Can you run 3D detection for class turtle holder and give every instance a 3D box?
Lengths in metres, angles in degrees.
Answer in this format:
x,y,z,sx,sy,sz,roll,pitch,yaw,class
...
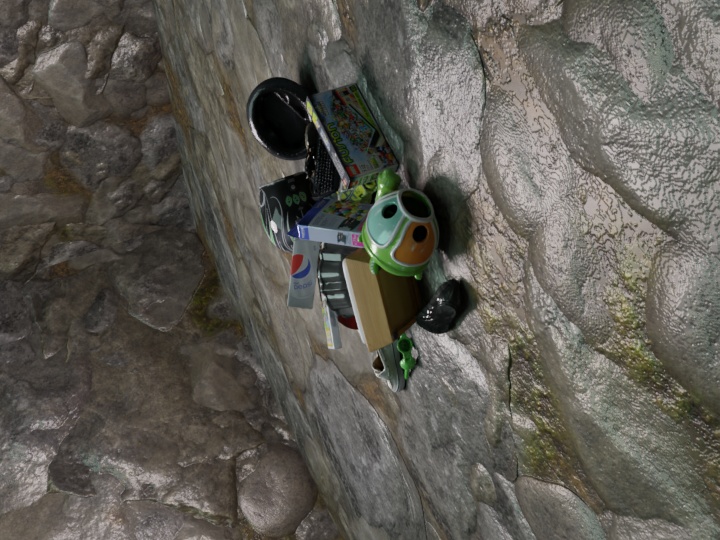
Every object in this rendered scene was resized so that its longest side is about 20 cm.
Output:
x,y,z,sx,sy,sz,roll,pitch,yaw,class
0.079,-0.086,1.262,0.188,0.138,0.133,-75,7,-45,turtle holder

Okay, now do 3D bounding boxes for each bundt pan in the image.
x,y,z,sx,sy,sz,roll,pitch,yaw,class
0.000,0.000,1.465,0.074,0.201,0.206,0,113,34,bundt pan

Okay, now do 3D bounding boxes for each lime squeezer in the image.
x,y,z,sx,sy,sz,roll,pitch,yaw,class
0.104,0.177,1.578,0.071,0.037,0.204,-78,-20,-62,lime squeezer

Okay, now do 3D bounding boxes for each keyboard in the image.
x,y,z,sx,sy,sz,roll,pitch,yaw,class
-0.084,-0.239,1.464,0.103,0.039,0.204,-24,49,36,keyboard

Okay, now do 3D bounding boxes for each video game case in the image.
x,y,z,sx,sy,sz,roll,pitch,yaw,class
-0.072,0.086,1.592,0.200,0.022,0.186,138,123,-81,video game case

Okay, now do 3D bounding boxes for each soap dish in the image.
x,y,z,sx,sy,sz,roll,pitch,yaw,class
0.051,0.039,1.400,0.080,0.157,0.204,-1,112,39,soap dish

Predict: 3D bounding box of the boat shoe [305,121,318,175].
x,y,z,sx,sy,sz,roll,pitch,yaw,class
-0.084,-0.250,1.612,0.074,0.074,0.204,-131,29,-67,boat shoe

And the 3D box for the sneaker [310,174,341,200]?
x,y,z,sx,sy,sz,roll,pitch,yaw,class
-0.028,-0.152,1.550,0.201,0.086,0.075,56,180,-41,sneaker

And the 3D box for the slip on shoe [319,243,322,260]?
x,y,z,sx,sy,sz,roll,pitch,yaw,class
-0.092,-0.015,1.766,0.200,0.072,0.063,52,-146,-75,slip on shoe

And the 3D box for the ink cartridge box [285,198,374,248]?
x,y,z,sx,sy,sz,roll,pitch,yaw,class
-0.044,-0.100,1.419,0.196,0.120,0.043,7,125,23,ink cartridge box

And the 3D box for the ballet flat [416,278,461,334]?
x,y,z,sx,sy,sz,roll,pitch,yaw,class
0.154,0.076,1.325,0.065,0.058,0.200,25,157,-2,ballet flat

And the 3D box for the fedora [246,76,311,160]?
x,y,z,sx,sy,sz,roll,pitch,yaw,class
-0.171,-0.369,1.657,0.092,0.196,0.204,-73,-21,-57,fedora

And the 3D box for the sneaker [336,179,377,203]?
x,y,z,sx,sy,sz,roll,pitch,yaw,class
-0.002,-0.173,1.448,0.077,0.074,0.202,55,157,35,sneaker

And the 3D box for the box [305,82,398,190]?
x,y,z,sx,sy,sz,roll,pitch,yaw,class
-0.018,-0.263,1.352,0.203,0.108,0.035,63,159,17,box

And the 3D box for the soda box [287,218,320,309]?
x,y,z,sx,sy,sz,roll,pitch,yaw,class
-0.131,-0.016,1.638,0.068,0.062,0.205,-105,22,-78,soda box

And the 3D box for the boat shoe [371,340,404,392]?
x,y,z,sx,sy,sz,roll,pitch,yaw,class
0.059,0.223,1.661,0.071,0.069,0.203,53,160,45,boat shoe

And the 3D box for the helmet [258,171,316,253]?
x,y,z,sx,sy,sz,roll,pitch,yaw,class
-0.160,-0.139,1.747,0.199,0.197,0.195,2,110,69,helmet

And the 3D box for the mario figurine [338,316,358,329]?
x,y,z,sx,sy,sz,roll,pitch,yaw,class
-0.016,0.054,1.628,0.123,0.105,0.202,38,-160,-45,mario figurine
